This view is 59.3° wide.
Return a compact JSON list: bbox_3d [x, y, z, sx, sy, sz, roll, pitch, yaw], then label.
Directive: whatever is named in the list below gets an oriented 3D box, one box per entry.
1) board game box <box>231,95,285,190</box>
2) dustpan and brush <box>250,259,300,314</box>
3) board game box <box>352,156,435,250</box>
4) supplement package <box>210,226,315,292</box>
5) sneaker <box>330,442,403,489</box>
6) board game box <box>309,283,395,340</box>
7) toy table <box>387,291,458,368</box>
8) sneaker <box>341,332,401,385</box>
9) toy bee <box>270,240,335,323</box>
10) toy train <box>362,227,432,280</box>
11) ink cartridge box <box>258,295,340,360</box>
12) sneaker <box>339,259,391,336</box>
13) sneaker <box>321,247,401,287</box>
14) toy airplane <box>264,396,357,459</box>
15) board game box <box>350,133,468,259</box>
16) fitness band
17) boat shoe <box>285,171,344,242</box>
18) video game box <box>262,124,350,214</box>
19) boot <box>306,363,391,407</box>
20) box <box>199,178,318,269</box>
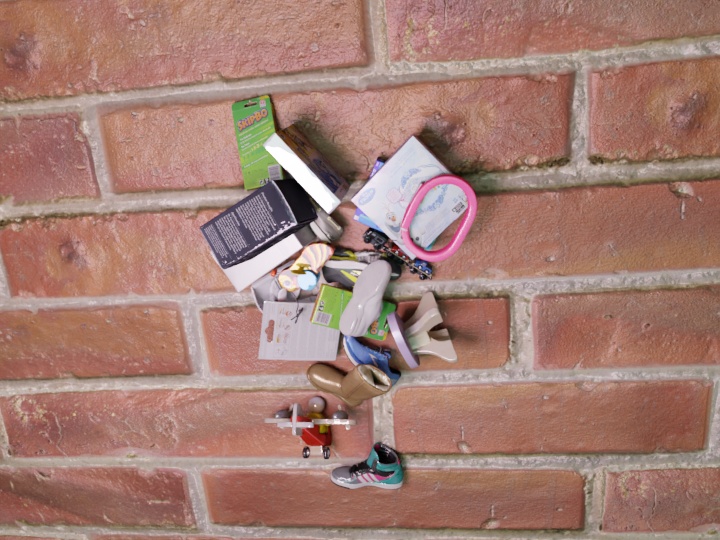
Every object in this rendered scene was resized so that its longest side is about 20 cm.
[{"bbox_3d":[-0.233,-0.290,1.443,0.095,0.030,0.202,-10,91,10],"label":"board game box"},{"bbox_3d":[-0.198,0.084,1.565,0.057,0.139,0.201,42,148,26],"label":"dustpan and brush"},{"bbox_3d":[0.101,-0.152,1.465,0.199,0.045,0.153,22,110,-2],"label":"board game box"},{"bbox_3d":[-0.228,-0.061,1.492,0.199,0.121,0.120,-34,95,16],"label":"supplement package"},{"bbox_3d":[0.019,0.518,1.686,0.198,0.084,0.122,1,115,-2],"label":"sneaker"},{"bbox_3d":[-0.016,0.102,1.528,0.199,0.030,0.096,17,95,-21],"label":"board game box"},{"bbox_3d":[0.148,0.150,1.503,0.116,0.200,0.185,-22,71,6],"label":"toy table"},{"bbox_3d":[0.028,0.214,1.595,0.089,0.079,0.200,-40,106,7],"label":"sneaker"},{"bbox_3d":[-0.147,0.009,1.453,0.108,0.131,0.201,28,83,-4],"label":"toy bee"},{"bbox_3d":[0.095,-0.040,1.501,0.199,0.034,0.046,33,114,-11],"label":"toy train"},{"bbox_3d":[-0.149,0.144,1.567,0.198,0.050,0.163,4,111,-13],"label":"ink cartridge box"},{"bbox_3d":[0.028,0.067,1.480,0.088,0.075,0.201,15,113,-39],"label":"sneaker"},{"bbox_3d":[0.000,0.000,1.526,0.198,0.075,0.085,10,127,5],"label":"sneaker"},{"bbox_3d":[-0.131,0.387,1.632,0.199,0.142,0.199,23,143,-15],"label":"toy airplane"},{"bbox_3d":[0.117,-0.162,1.411,0.199,0.043,0.200,43,108,-11],"label":"board game box"},{"bbox_3d":[0.171,-0.114,1.382,0.143,0.037,0.201,24,112,-5],"label":"fitness band"},{"bbox_3d":[-0.118,-0.153,1.481,0.060,0.072,0.202,-37,94,-4],"label":"boat shoe"},{"bbox_3d":[-0.111,-0.227,1.393,0.047,0.182,0.200,-42,100,15],"label":"video game box"},{"bbox_3d":[-0.031,0.263,1.557,0.174,0.066,0.200,29,152,-7],"label":"boot"},{"bbox_3d":[-0.211,-0.101,1.340,0.199,0.148,0.105,-30,91,15],"label":"box"}]
